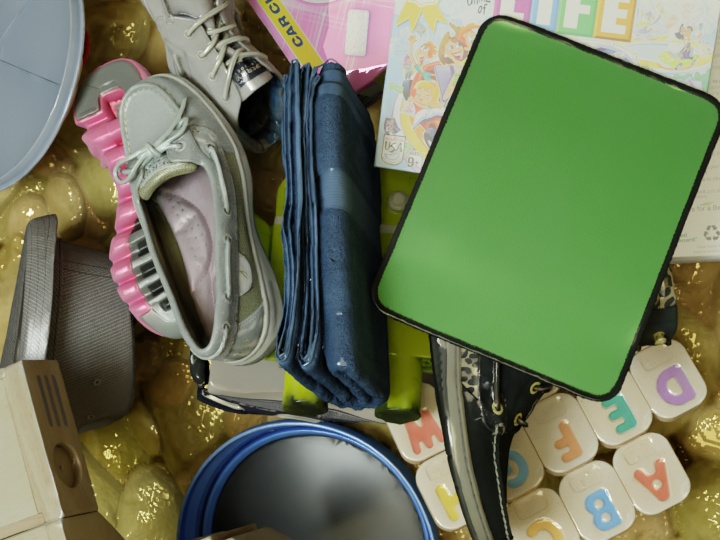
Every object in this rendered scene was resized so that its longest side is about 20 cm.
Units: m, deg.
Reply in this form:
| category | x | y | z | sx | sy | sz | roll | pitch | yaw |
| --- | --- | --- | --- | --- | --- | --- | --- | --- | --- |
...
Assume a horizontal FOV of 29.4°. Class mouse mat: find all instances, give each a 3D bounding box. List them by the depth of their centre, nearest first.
| category | x | y | z | sx | sy | sz | roll | pitch | yaw |
| --- | --- | --- | --- | --- | --- | --- | --- | --- | --- |
| mouse mat | 0.113 | -0.040 | 0.821 | 0.160 | 0.008 | 0.201 | 22 | 83 | 6 |

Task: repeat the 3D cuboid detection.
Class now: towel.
| category | x | y | z | sx | sy | sz | roll | pitch | yaw |
| --- | --- | --- | --- | --- | --- | --- | --- | --- | --- |
| towel | -0.017 | -0.019 | 0.845 | 0.048 | 0.112 | 0.202 | -9 | 68 | 14 |

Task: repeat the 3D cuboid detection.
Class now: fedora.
| category | x | y | z | sx | sy | sz | roll | pitch | yaw |
| --- | --- | --- | --- | --- | --- | --- | --- | --- | --- |
| fedora | -0.208 | 0.057 | 0.990 | 0.090 | 0.177 | 0.201 | 7 | 125 | -17 |

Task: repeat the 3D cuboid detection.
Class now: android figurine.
| category | x | y | z | sx | sy | sz | roll | pitch | yaw |
| --- | --- | --- | --- | --- | --- | --- | --- | --- | --- |
| android figurine | 0.000 | 0.000 | 0.918 | 0.180 | 0.041 | 0.201 | 6 | 68 | -1 |

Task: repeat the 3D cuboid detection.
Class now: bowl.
| category | x | y | z | sx | sy | sz | roll | pitch | yaw |
| --- | --- | --- | --- | --- | --- | --- | --- | --- | --- |
| bowl | -0.036 | 0.205 | 0.994 | 0.199 | 0.039 | 0.202 | 2 | 96 | 17 |

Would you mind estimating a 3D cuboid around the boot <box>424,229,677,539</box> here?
| category | x | y | z | sx | sy | sz | roll | pitch | yaw |
| --- | --- | --- | --- | --- | --- | --- | --- | --- | --- |
| boot | 0.122 | 0.062 | 0.843 | 0.152 | 0.073 | 0.205 | -7 | 85 | 0 |

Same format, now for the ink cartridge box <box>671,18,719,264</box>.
| category | x | y | z | sx | sy | sz | roll | pitch | yaw |
| --- | --- | --- | --- | --- | --- | --- | --- | --- | --- |
| ink cartridge box | 0.179 | -0.103 | 0.892 | 0.196 | 0.047 | 0.202 | -3 | 92 | 13 |

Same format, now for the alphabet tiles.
| category | x | y | z | sx | sy | sz | roll | pitch | yaw |
| --- | --- | --- | --- | --- | --- | --- | --- | --- | --- |
| alphabet tiles | 0.120 | 0.086 | 0.905 | 0.199 | 0.015 | 0.197 | -26 | 71 | -2 |

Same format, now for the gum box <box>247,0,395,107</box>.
| category | x | y | z | sx | sy | sz | roll | pitch | yaw |
| --- | --- | --- | --- | --- | --- | --- | --- | --- | --- |
| gum box | -0.026 | -0.218 | 0.934 | 0.113 | 0.066 | 0.201 | -36 | 84 | 15 |

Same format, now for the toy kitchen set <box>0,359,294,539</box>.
| category | x | y | z | sx | sy | sz | roll | pitch | yaw |
| --- | --- | --- | --- | --- | --- | --- | --- | --- | --- |
| toy kitchen set | -0.141 | 0.143 | 0.902 | 0.162 | 0.200 | 0.182 | -22 | 79 | 18 |

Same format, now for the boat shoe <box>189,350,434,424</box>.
| category | x | y | z | sx | sy | sz | roll | pitch | yaw |
| --- | --- | --- | --- | --- | --- | --- | --- | --- | --- |
| boat shoe | -0.025 | 0.072 | 0.968 | 0.198 | 0.093 | 0.075 | 10 | 75 | -11 |

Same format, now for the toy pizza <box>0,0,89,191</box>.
| category | x | y | z | sx | sy | sz | roll | pitch | yaw |
| --- | --- | --- | --- | --- | --- | --- | --- | --- | --- |
| toy pizza | -0.260 | -0.153 | 1.004 | 0.199 | 0.032 | 0.202 | -7 | 79 | 40 |

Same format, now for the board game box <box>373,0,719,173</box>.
| category | x | y | z | sx | sy | sz | roll | pitch | yaw |
| --- | --- | --- | --- | --- | --- | --- | --- | --- | --- |
| board game box | 0.115 | -0.118 | 0.859 | 0.198 | 0.034 | 0.136 | 8 | 96 | 8 |

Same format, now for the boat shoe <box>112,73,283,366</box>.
| category | x | y | z | sx | sy | sz | roll | pitch | yaw |
| --- | --- | --- | --- | --- | --- | --- | --- | --- | --- |
| boat shoe | -0.109 | -0.036 | 0.866 | 0.074 | 0.065 | 0.203 | -25 | 74 | 23 |

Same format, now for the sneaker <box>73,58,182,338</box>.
| category | x | y | z | sx | sy | sz | roll | pitch | yaw |
| --- | --- | --- | --- | --- | --- | --- | --- | --- | --- |
| sneaker | -0.136 | -0.048 | 0.966 | 0.078 | 0.095 | 0.201 | -18 | 77 | 13 |

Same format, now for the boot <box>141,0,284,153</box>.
| category | x | y | z | sx | sy | sz | roll | pitch | yaw |
| --- | --- | --- | --- | --- | --- | --- | --- | --- | --- |
| boot | -0.090 | -0.156 | 0.895 | 0.073 | 0.200 | 0.096 | -39 | 67 | -11 |
